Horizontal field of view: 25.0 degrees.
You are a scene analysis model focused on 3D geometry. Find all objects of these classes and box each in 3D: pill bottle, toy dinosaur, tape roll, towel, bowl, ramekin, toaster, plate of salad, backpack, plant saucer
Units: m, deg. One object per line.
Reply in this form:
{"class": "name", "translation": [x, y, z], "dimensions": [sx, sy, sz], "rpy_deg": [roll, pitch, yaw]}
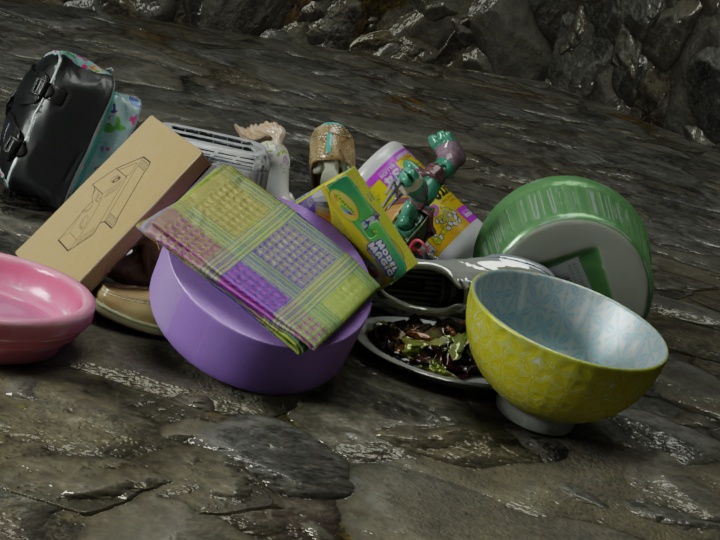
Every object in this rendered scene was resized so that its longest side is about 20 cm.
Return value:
{"class": "pill bottle", "translation": [0.076, -0.049, 1.899], "dimensions": [0.200, 0.104, 0.104], "rpy_deg": [44, 19, 5]}
{"class": "toy dinosaur", "translation": [-0.184, -0.003, 1.655], "dimensions": [0.198, 0.137, 0.086], "rpy_deg": [-15, -17, -20]}
{"class": "tape roll", "translation": [-0.091, 0.018, 1.502], "dimensions": [0.198, 0.066, 0.201], "rpy_deg": [16, 41, -14]}
{"class": "towel", "translation": [-0.089, -0.014, 1.470], "dimensions": [0.199, 0.023, 0.144], "rpy_deg": [36, 39, 10]}
{"class": "bowl", "translation": [0.182, 0.091, 1.545], "dimensions": [0.198, 0.109, 0.200], "rpy_deg": [15, 21, -6]}
{"class": "ramekin", "translation": [0.222, 0.008, 1.756], "dimensions": [0.198, 0.202, 0.098], "rpy_deg": [13, 22, -4]}
{"class": "toaster", "translation": [-0.182, -0.089, 1.866], "dimensions": [0.198, 0.130, 0.114], "rpy_deg": [12, 15, -7]}
{"class": "plate of salad", "translation": [0.091, 0.074, 1.665], "dimensions": [0.198, 0.049, 0.200], "rpy_deg": [14, 15, -4]}
{"class": "backpack", "translation": [-0.350, -0.166, 1.911], "dimensions": [0.150, 0.179, 0.200], "rpy_deg": [23, 2, -25]}
{"class": "plant saucer", "translation": [-0.333, 0.032, 1.417], "dimensions": [0.198, 0.051, 0.201], "rpy_deg": [13, 15, -3]}

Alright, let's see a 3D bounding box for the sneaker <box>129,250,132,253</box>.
{"class": "sneaker", "translation": [-0.178, -0.044, 1.756], "dimensions": [0.198, 0.101, 0.075], "rpy_deg": [13, 16, 2]}

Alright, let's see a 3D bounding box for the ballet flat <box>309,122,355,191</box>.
{"class": "ballet flat", "translation": [-0.034, -0.088, 1.976], "dimensions": [0.070, 0.201, 0.066], "rpy_deg": [-2, 45, 9]}

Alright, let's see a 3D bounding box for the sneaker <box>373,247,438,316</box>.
{"class": "sneaker", "translation": [0.000, 0.000, 1.816], "dimensions": [0.198, 0.081, 0.088], "rpy_deg": [7, 8, -21]}

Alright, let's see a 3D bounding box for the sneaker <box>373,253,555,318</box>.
{"class": "sneaker", "translation": [0.106, 0.023, 1.667], "dimensions": [0.198, 0.074, 0.071], "rpy_deg": [0, 13, -3]}

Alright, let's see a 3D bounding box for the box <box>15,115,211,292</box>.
{"class": "box", "translation": [-0.246, -0.059, 1.599], "dimensions": [0.021, 0.200, 0.163], "rpy_deg": [46, -5, -31]}

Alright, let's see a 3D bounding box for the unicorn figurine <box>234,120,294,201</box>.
{"class": "unicorn figurine", "translation": [-0.107, -0.083, 1.948], "dimensions": [0.136, 0.202, 0.074], "rpy_deg": [-10, 5, 33]}

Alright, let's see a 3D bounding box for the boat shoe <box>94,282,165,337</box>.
{"class": "boat shoe", "translation": [-0.157, 0.029, 1.562], "dimensions": [0.198, 0.067, 0.074], "rpy_deg": [10, 14, -17]}

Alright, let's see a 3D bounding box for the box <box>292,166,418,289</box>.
{"class": "box", "translation": [-0.024, -0.025, 1.611], "dimensions": [0.048, 0.118, 0.200], "rpy_deg": [-36, 5, -31]}

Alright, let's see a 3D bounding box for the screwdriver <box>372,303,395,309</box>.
{"class": "screwdriver", "translation": [0.093, 0.043, 1.818], "dimensions": [0.198, 0.028, 0.029], "rpy_deg": [10, 43, -30]}

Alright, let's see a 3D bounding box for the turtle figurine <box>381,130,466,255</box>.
{"class": "turtle figurine", "translation": [0.037, -0.066, 1.752], "dimensions": [0.149, 0.101, 0.200], "rpy_deg": [-19, 20, 41]}
